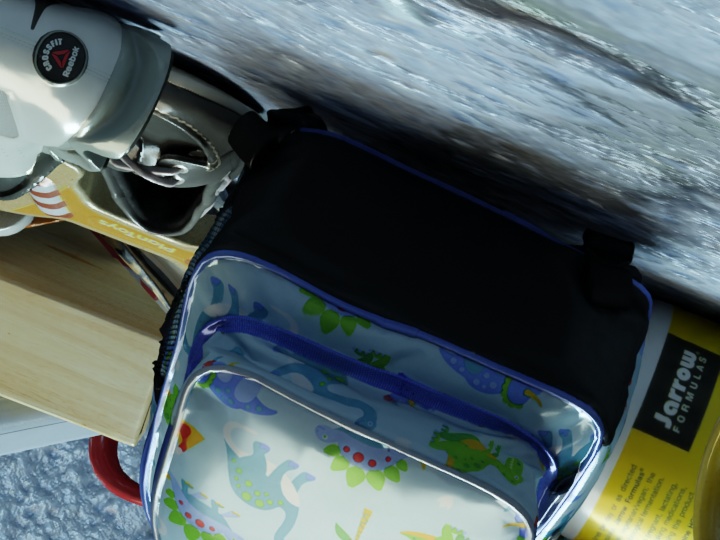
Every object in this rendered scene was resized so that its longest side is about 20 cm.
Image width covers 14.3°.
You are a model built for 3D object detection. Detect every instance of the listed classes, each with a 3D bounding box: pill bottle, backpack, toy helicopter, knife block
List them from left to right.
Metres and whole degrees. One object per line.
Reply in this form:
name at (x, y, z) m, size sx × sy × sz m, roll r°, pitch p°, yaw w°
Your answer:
knife block at (-0.211, 0.011, 1.425) m, size 0.175 × 0.064 × 0.200 m, roll -1°, pitch -149°, yaw -36°
toy helicopter at (-0.140, -0.033, 1.358) m, size 0.200 × 0.079 × 0.132 m, roll 22°, pitch 156°, yaw -13°
backpack at (0.000, 0.069, 1.129) m, size 0.183 × 0.147 × 0.200 m, roll 23°, pitch 140°, yaw 4°
pill bottle at (0.148, 0.081, 1.243) m, size 0.200 × 0.112 × 0.112 m, roll 23°, pitch 176°, yaw 0°

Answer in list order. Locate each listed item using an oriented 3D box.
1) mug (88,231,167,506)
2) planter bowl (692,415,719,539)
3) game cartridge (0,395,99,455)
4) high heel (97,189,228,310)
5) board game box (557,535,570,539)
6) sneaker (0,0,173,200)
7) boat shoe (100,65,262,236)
mug at (-0.058, 0.046, 1.603) m, size 0.200 × 0.178 × 0.133 m, roll 17°, pitch -152°, yaw 20°
planter bowl at (0.223, 0.101, 1.011) m, size 0.200 × 0.201 × 0.083 m, roll 20°, pitch -150°, yaw 36°
game cartridge at (-0.212, 0.023, 1.515) m, size 0.200 × 0.040 × 0.133 m, roll 39°, pitch -152°, yaw 32°
high heel at (-0.079, 0.010, 1.431) m, size 0.200 × 0.071 × 0.143 m, roll 56°, pitch -163°, yaw 26°
board game box at (0.035, 0.103, 1.284) m, size 0.152 × 0.200 × 0.045 m, roll -1°, pitch 144°, yaw -28°
sneaker at (-0.145, -0.079, 1.129) m, size 0.088 × 0.074 × 0.200 m, roll 25°, pitch 166°, yaw -19°
boat shoe at (-0.081, -0.049, 1.222) m, size 0.067 × 0.057 × 0.200 m, roll 23°, pitch 176°, yaw 2°
